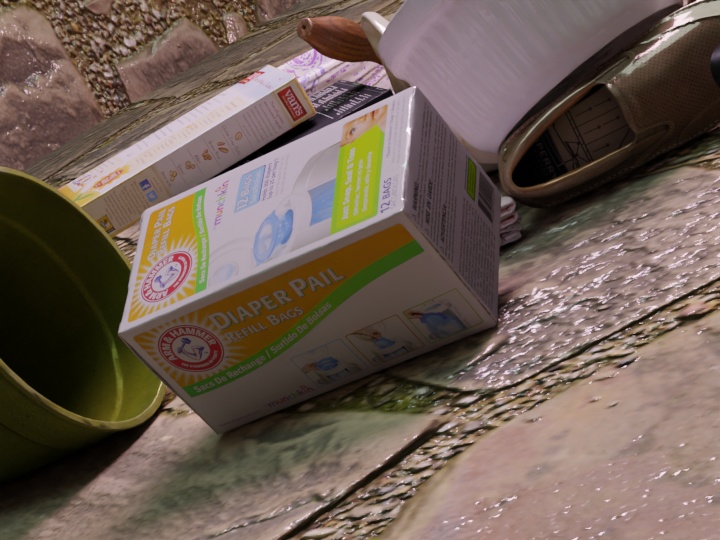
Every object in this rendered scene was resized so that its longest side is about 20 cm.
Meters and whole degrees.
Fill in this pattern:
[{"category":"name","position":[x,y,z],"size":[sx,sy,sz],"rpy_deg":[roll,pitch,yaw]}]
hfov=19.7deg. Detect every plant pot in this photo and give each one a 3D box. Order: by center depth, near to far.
[{"category":"plant pot","position":[-0.267,0.066,1.384],"size":[0.193,0.200,0.200],"rpy_deg":[-36,8,26]}]

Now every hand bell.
[{"category":"hand bell","position":[0.024,-0.170,1.616],"size":[0.104,0.104,0.200],"rpy_deg":[-19,-20,37]}]

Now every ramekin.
[{"category":"ramekin","position":[0.120,-0.166,1.374],"size":[0.200,0.105,0.200],"rpy_deg":[-36,-9,-6]}]

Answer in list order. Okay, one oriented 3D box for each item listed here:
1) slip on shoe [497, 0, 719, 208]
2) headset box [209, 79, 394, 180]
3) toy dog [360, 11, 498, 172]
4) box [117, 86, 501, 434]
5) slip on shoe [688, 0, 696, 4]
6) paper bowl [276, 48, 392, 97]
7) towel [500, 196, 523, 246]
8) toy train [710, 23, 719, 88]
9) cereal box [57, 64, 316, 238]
[{"category":"slip on shoe","position":[0.173,-0.106,1.301],"size":[0.200,0.076,0.061],"rpy_deg":[-29,-2,13]},{"category":"headset box","position":[-0.060,-0.057,1.595],"size":[0.200,0.093,0.174],"rpy_deg":[-31,13,-8]},{"category":"toy dog","position":[0.128,-0.167,1.533],"size":[0.200,0.140,0.194],"rpy_deg":[-31,24,-10]},{"category":"box","position":[-0.028,-0.003,1.205],"size":[0.200,0.101,0.113],"rpy_deg":[-22,38,26]},{"category":"slip on shoe","position":[0.249,-0.171,1.411],"size":[0.076,0.061,0.200],"rpy_deg":[-29,12,3]},{"category":"paper bowl","position":[-0.050,-0.125,1.824],"size":[0.201,0.104,0.201],"rpy_deg":[-28,13,7]},{"category":"towel","position":[0.000,0.000,1.376],"size":[0.191,0.032,0.200],"rpy_deg":[-29,13,-8]},{"category":"toy train","position":[0.299,-0.144,1.198],"size":[0.114,0.085,0.200],"rpy_deg":[-23,4,-38]},{"category":"cereal box","position":[-0.135,-0.089,1.583],"size":[0.200,0.040,0.144],"rpy_deg":[-31,13,-4]}]
